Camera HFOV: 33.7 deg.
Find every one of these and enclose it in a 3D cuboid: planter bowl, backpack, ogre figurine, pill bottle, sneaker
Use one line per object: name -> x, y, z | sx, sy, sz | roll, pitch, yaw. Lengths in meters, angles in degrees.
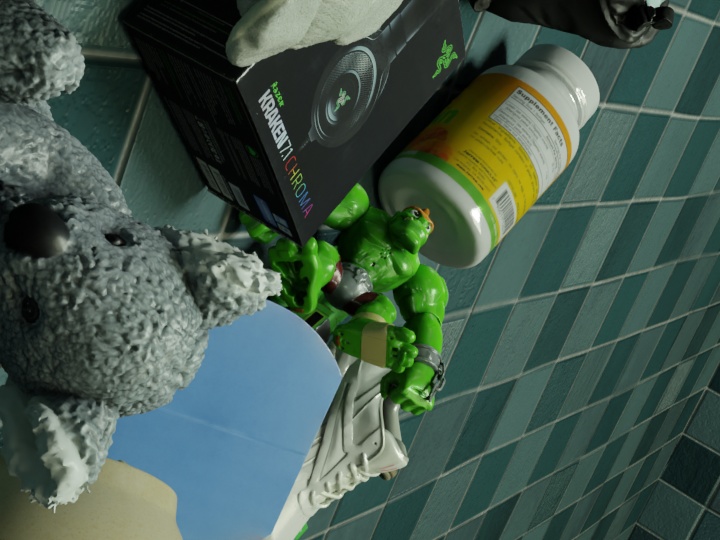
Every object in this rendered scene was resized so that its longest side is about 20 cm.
planter bowl -> -0.187, 0.189, 0.736 | 0.200, 0.200, 0.135 | 68, 31, -58
backpack -> 0.177, -0.288, 0.912 | 0.127, 0.166, 0.200 | -59, 159, -48
ogre figurine -> 0.000, 0.000, 0.894 | 0.098, 0.200, 0.120 | -56, 180, 41
pill bottle -> 0.117, -0.105, 1.019 | 0.200, 0.111, 0.111 | -46, 151, -26
sneaker -> -0.016, 0.143, 0.932 | 0.200, 0.099, 0.078 | -60, 156, -6

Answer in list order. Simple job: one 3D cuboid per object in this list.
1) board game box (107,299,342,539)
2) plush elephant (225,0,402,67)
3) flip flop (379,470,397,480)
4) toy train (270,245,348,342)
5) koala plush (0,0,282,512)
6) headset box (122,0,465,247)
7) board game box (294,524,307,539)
board game box -> -0.113, 0.105, 0.864 | 0.158, 0.039, 0.200 | 21, 99, -19
plush elephant -> -0.037, -0.181, 0.578 | 0.165, 0.200, 0.155 | -14, 126, -65
flip flop -> -0.028, 0.160, 1.091 | 0.058, 0.081, 0.200 | -44, 153, 8
toy train -> -0.042, 0.033, 0.947 | 0.200, 0.056, 0.042 | -40, 148, -33
koala plush -> -0.148, 0.003, 0.568 | 0.177, 0.200, 0.184 | -47, 151, -24
headset box -> -0.025, -0.149, 0.746 | 0.200, 0.093, 0.174 | -50, 153, -19
board game box -> -0.110, 0.207, 0.988 | 0.135, 0.034, 0.200 | -45, 150, -26
